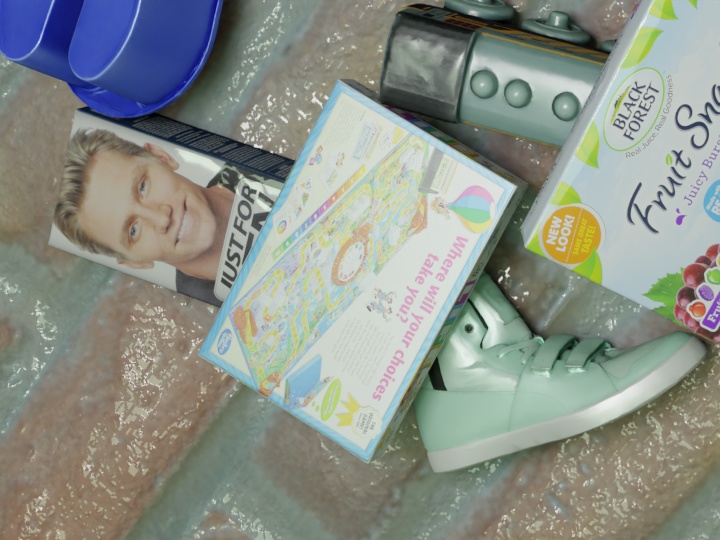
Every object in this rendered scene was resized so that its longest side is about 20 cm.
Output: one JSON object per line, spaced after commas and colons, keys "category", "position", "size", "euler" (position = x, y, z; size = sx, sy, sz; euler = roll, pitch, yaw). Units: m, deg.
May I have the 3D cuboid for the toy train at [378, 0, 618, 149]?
{"category": "toy train", "position": [0.105, -0.115, 1.382], "size": [0.198, 0.114, 0.086], "euler": [18, 108, 16]}

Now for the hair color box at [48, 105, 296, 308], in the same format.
{"category": "hair color box", "position": [-0.102, -0.036, 1.506], "size": [0.198, 0.060, 0.101], "euler": [19, 107, 16]}

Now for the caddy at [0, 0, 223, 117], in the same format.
{"category": "caddy", "position": [-0.153, -0.201, 1.463], "size": [0.140, 0.105, 0.202], "euler": [17, 97, 32]}

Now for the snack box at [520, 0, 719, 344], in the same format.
{"category": "snack box", "position": [0.198, -0.075, 1.285], "size": [0.141, 0.053, 0.201], "euler": [25, 102, -4]}

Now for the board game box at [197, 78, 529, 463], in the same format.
{"category": "board game box", "position": [0.000, 0.000, 1.421], "size": [0.134, 0.034, 0.201], "euler": [32, 103, 13]}

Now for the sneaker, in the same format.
{"category": "sneaker", "position": [0.114, 0.046, 1.438], "size": [0.199, 0.074, 0.119], "euler": [-20, 92, 22]}
